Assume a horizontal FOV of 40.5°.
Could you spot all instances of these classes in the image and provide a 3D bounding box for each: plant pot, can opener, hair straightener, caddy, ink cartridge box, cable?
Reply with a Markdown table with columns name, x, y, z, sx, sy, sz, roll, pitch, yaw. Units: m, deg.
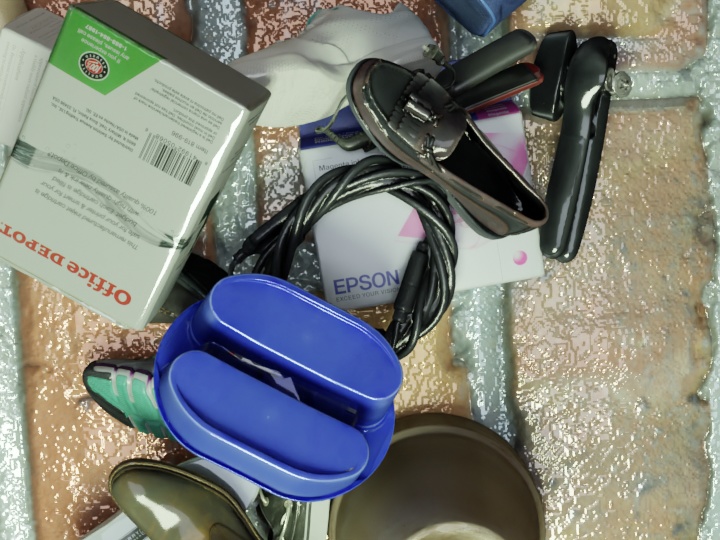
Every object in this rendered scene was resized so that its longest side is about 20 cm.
| name | x | y | z | sx | sy | sz | roll | pitch | yaw |
| --- | --- | --- | --- | --- | --- | --- | --- | --- | --- |
| plant pot | 0.068 | 0.236 | 0.817 | 0.199 | 0.174 | 0.201 | 0 | 94 | -1 |
| can opener | 0.187 | -0.106 | 0.846 | 0.063 | 0.078 | 0.201 | 3 | 92 | -46 |
| hair straightener | 0.053 | -0.157 | 0.808 | 0.199 | 0.041 | 0.077 | -20 | 134 | 0 |
| caddy | -0.063 | 0.092 | 0.757 | 0.199 | 0.105 | 0.142 | 28 | 69 | -3 |
| ink cartridge box | 0.050 | -0.077 | 0.853 | 0.195 | 0.043 | 0.201 | -10 | 97 | 0 |
| cable | 0.000 | 0.000 | 0.815 | 0.200 | 0.051 | 0.163 | -36 | 93 | 5 |
| ink cartridge box | -0.179 | -0.078 | 0.738 | 0.146 | 0.083 | 0.201 | 30 | 110 | -3 |

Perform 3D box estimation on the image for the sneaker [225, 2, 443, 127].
| name | x | y | z | sx | sy | sz | roll | pitch | yaw |
| --- | --- | --- | --- | --- | --- | --- | --- | --- | --- |
| sneaker | -0.034 | -0.181 | 0.814 | 0.199 | 0.075 | 0.089 | -14 | 68 | -24 |

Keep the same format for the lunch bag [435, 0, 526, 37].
| name | x | y | z | sx | sy | sz | roll | pitch | yaw |
| --- | --- | --- | --- | --- | --- | --- | --- | --- | --- |
| lunch bag | 0.089 | -0.293 | 0.785 | 0.200 | 0.136 | 0.132 | 40 | 94 | -5 |

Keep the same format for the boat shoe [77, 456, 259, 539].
| name | x | y | z | sx | sy | sz | roll | pitch | yaw |
| --- | --- | --- | --- | --- | --- | --- | --- | --- | --- |
| boat shoe | -0.174 | 0.222 | 0.863 | 0.200 | 0.066 | 0.070 | -36 | 90 | 1 |

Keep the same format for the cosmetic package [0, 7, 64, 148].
| name | x | y | z | sx | sy | sz | roll | pitch | yaw |
| --- | --- | --- | --- | --- | --- | --- | --- | --- | --- |
| cosmetic package | -0.204 | -0.126 | 0.814 | 0.199 | 0.074 | 0.102 | 25 | 120 | -5 |

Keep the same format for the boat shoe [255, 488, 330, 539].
| name | x | y | z | sx | sy | sz | roll | pitch | yaw |
| --- | --- | --- | --- | --- | --- | --- | --- | --- | --- |
| boat shoe | -0.060 | 0.207 | 0.862 | 0.063 | 0.071 | 0.201 | 5 | 97 | -5 |

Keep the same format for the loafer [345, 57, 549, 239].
| name | x | y | z | sx | sy | sz | roll | pitch | yaw |
| --- | --- | --- | --- | --- | --- | --- | --- | --- | --- |
| loafer | 0.075 | -0.098 | 0.768 | 0.200 | 0.063 | 0.072 | 41 | 69 | -28 |

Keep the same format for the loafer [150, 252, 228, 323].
| name | x | y | z | sx | sy | sz | roll | pitch | yaw |
| --- | --- | --- | --- | --- | --- | --- | --- | --- | --- |
| loafer | -0.167 | 0.017 | 0.849 | 0.200 | 0.073 | 0.072 | 39 | 104 | 5 |

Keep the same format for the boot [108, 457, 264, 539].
| name | x | y | z | sx | sy | sz | roll | pitch | yaw |
| --- | --- | --- | --- | --- | --- | --- | --- | --- | --- |
| boot | -0.122 | 0.232 | 0.781 | 0.200 | 0.097 | 0.075 | 40 | 100 | -15 |

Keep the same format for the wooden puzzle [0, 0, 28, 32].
| name | x | y | z | sx | sy | sz | roll | pitch | yaw |
| --- | --- | --- | --- | --- | --- | --- | --- | --- | --- |
| wooden puzzle | -0.400 | -0.259 | 0.828 | 0.199 | 0.046 | 0.186 | -18 | 96 | -4 |

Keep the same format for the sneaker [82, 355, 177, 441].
| name | x | y | z | sx | sy | sz | roll | pitch | yaw |
| --- | --- | --- | --- | --- | --- | --- | --- | --- | --- |
| sneaker | -0.143 | 0.102 | 0.865 | 0.199 | 0.088 | 0.075 | 13 | 135 | 14 |
